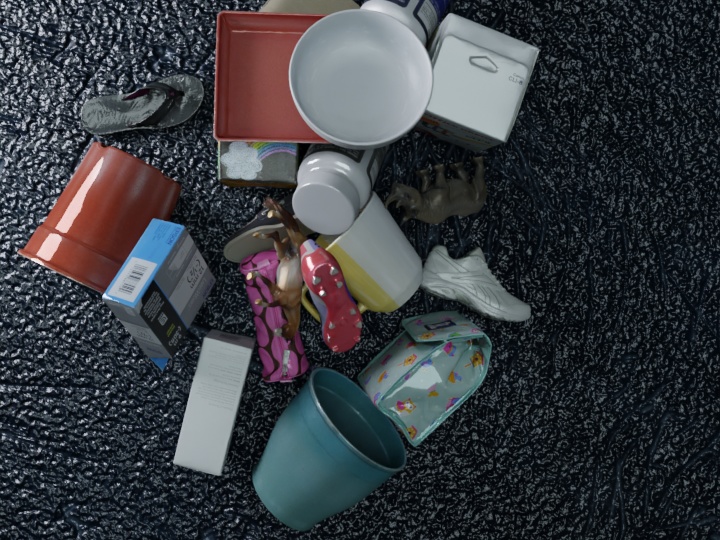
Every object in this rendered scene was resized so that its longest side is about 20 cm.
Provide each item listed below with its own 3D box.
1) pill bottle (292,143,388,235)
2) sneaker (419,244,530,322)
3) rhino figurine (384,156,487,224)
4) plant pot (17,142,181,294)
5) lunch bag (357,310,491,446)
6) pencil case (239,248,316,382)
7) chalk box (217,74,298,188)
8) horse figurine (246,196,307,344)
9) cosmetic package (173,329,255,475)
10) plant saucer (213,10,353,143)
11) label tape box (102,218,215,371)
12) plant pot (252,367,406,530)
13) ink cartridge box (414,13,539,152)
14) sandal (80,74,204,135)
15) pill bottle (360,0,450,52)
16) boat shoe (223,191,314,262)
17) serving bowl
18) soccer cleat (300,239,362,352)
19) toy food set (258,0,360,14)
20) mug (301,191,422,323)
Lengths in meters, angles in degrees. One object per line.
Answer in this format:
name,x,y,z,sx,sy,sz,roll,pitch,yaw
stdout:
pill bottle,-0.029,-0.156,1.275,0.113,0.114,0.202,26,48,-5
sneaker,0.192,0.017,1.371,0.197,0.078,0.101,23,88,-6
rhino figurine,0.121,-0.119,1.337,0.198,0.060,0.089,-15,92,-31
plant pot,-0.374,-0.070,1.273,0.199,0.201,0.198,26,82,-5
lunch bag,0.104,0.148,1.321,0.200,0.170,0.122,-45,103,-1
pencil case,-0.133,0.072,1.327,0.089,0.094,0.203,-12,100,6
chalk box,-0.152,-0.232,1.308,0.123,0.124,0.204,2,91,-4
horse figurine,-0.114,-0.005,1.250,0.049,0.132,0.203,-5,70,29
cosmetic package,-0.226,0.203,1.329,0.080,0.113,0.203,13,93,-4
plant saucer,-0.109,-0.272,1.227,0.196,0.037,0.203,0,76,-4
label tape box,-0.279,0.045,1.252,0.065,0.201,0.145,12,58,24
plant pot,-0.062,0.288,1.315,0.200,0.200,0.188,43,105,-5
ink cartridge box,0.159,-0.277,1.290,0.143,0.200,0.147,19,91,-5
sandal,-0.339,-0.254,1.328,0.197,0.048,0.077,-17,94,-3
pill bottle,0.064,-0.395,1.292,0.115,0.116,0.202,30,70,-5
boat shoe,-0.131,-0.077,1.360,0.198,0.073,0.063,-26,51,3
serving bowl,-0.001,-0.255,1.179,0.196,0.066,0.204,1,75,-5
soccer cleat,-0.044,0.041,1.258,0.066,0.077,0.201,-24,136,-7
toy food set,-0.066,-0.370,1.346,0.199,0.060,0.144,38,78,-7
mug,0.005,-0.007,1.336,0.186,0.150,0.153,-38,106,28
